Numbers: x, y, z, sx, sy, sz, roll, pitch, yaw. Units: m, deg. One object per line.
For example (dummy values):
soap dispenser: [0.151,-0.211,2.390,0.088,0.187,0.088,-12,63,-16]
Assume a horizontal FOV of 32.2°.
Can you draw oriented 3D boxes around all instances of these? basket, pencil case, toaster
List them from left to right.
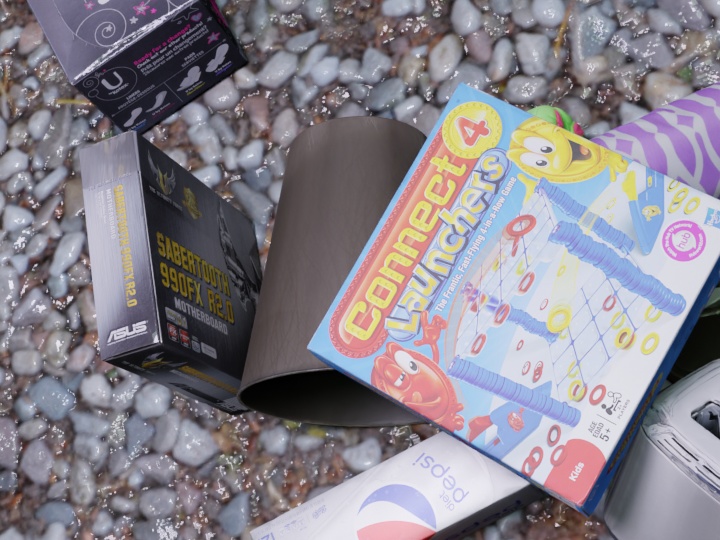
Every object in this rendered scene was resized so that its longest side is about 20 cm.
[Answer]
basket: [0.000,0.000,0.922,0.179,0.136,0.201,1,67,-7]
pencil case: [0.221,-0.077,0.872,0.199,0.085,0.084,-22,104,-18]
toaster: [0.246,0.149,0.768,0.113,0.130,0.200,-25,47,-26]

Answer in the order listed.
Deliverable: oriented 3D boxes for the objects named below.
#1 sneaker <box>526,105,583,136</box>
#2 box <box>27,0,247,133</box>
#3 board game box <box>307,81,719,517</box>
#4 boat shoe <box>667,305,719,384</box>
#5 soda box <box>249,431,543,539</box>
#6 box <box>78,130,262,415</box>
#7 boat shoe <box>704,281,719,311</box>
sneaker: [0.131,-0.020,0.931,0.084,0.077,0.201,-13,70,44]
box: [-0.209,-0.242,1.072,0.132,0.115,0.200,-33,67,5]
board game box: [0.101,0.014,0.770,0.195,0.056,0.201,28,84,21]
boat shoe: [0.306,0.051,0.848,0.199,0.068,0.072,-3,64,18]
soda box: [0.026,0.174,0.892,0.199,0.068,0.064,-28,67,6]
box: [-0.128,0.009,0.921,0.048,0.200,0.159,-16,68,15]
boat shoe: [0.283,-0.009,0.870,0.201,0.072,0.061,-16,74,16]
